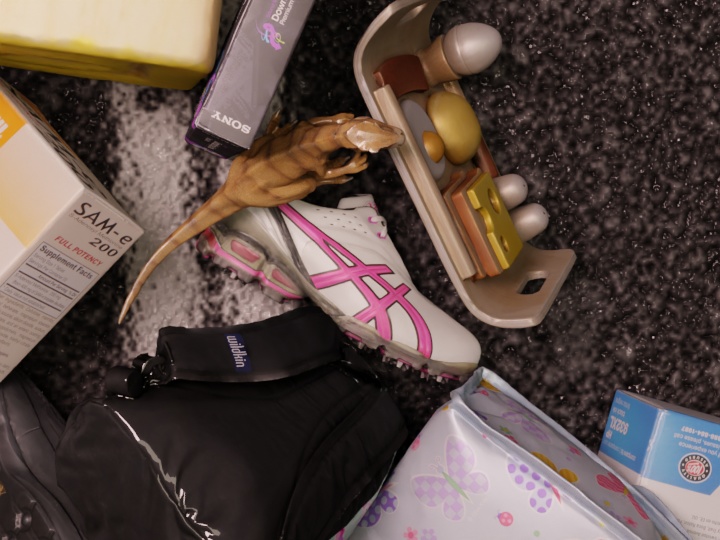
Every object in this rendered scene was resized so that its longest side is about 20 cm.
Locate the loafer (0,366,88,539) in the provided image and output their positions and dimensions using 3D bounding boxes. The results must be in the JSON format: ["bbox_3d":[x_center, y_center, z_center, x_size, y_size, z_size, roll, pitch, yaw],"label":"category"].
[{"bbox_3d":[-0.192,0.116,0.748,0.070,0.201,0.068,14,119,-51],"label":"loafer"}]

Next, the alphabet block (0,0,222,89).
[{"bbox_3d":[-0.168,-0.214,0.698,0.193,0.196,0.202,5,93,-10],"label":"alphabet block"}]

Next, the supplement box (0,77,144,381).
[{"bbox_3d":[-0.239,-0.002,0.724,0.200,0.074,0.126,-46,64,1],"label":"supplement box"}]

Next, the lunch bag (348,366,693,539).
[{"bbox_3d":[0.099,0.189,0.784,0.199,0.127,0.170,36,104,12],"label":"lunch bag"}]

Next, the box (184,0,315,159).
[{"bbox_3d":[-0.056,-0.136,0.722,0.036,0.200,0.144,23,90,-9],"label":"box"}]

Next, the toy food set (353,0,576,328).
[{"bbox_3d":[0.074,-0.075,0.779,0.060,0.144,0.201,-23,99,24],"label":"toy food set"}]

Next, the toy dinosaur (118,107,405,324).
[{"bbox_3d":[-0.061,-0.053,0.742,0.199,0.106,0.061,-31,94,28],"label":"toy dinosaur"}]

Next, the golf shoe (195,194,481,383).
[{"bbox_3d":[0.000,0.000,0.810,0.199,0.073,0.093,31,86,-11],"label":"golf shoe"}]

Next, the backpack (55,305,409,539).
[{"bbox_3d":[-0.066,0.104,0.722,0.126,0.200,0.168,-30,91,34],"label":"backpack"}]

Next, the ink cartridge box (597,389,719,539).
[{"bbox_3d":[0.223,0.200,0.864,0.144,0.084,0.202,16,91,-12],"label":"ink cartridge box"}]
